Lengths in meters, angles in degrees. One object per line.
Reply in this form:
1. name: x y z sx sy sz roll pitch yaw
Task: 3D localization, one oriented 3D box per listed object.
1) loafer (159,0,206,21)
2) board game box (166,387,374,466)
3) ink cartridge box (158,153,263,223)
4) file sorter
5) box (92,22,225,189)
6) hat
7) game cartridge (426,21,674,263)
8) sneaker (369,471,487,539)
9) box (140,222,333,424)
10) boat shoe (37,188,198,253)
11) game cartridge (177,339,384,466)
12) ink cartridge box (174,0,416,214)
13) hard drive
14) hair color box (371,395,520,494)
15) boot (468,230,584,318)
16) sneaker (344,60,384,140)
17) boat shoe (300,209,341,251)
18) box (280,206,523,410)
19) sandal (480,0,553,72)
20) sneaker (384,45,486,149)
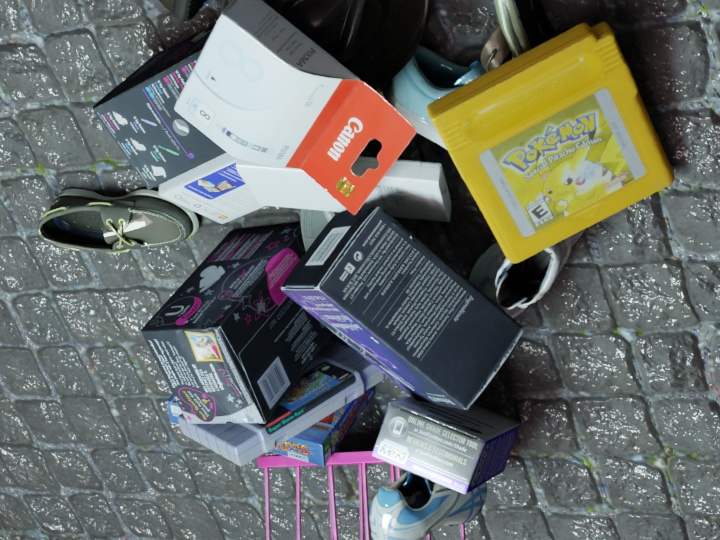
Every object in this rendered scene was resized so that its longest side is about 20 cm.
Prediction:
1. loafer: -0.176 -0.331 1.591 0.071 0.073 0.200 27 134 7
2. board game box: -0.102 0.145 1.882 0.199 0.135 0.035 14 130 22
3. ink cartridge box: -0.113 -0.104 1.730 0.199 0.037 0.095 -17 149 41
4. file sorter: 0.004 0.270 1.882 0.199 0.139 0.126 -7 82 35
5. box: -0.151 -0.180 1.661 0.200 0.122 0.106 -20 111 40
6. hat: -0.032 -0.241 1.508 0.200 0.081 0.202 0 99 -1
7. game cartridge: 0.175 -0.113 1.485 0.176 0.033 0.200 -28 133 7
8. sneaker: 0.079 0.236 1.753 0.072 0.200 0.073 18 110 29
9. box: -0.122 0.058 1.778 0.114 0.200 0.133 -3 122 35
10. boat shoe: -0.279 -0.051 1.884 0.201 0.060 0.072 5 127 28
11. game cartridge: -0.086 0.137 1.796 0.129 0.200 0.039 13 127 54
12. ink cartridge box: -0.064 -0.140 1.505 0.200 0.047 0.160 40 144 0
13. hard drive: -0.013 -0.085 1.642 0.199 0.027 0.132 5 166 9
14. hair color box: 0.094 0.179 1.750 0.109 0.200 0.065 21 94 16
15. boot: 0.150 0.008 1.649 0.073 0.096 0.200 35 135 2
16. sneaker: -0.032 -0.218 1.597 0.078 0.077 0.201 -20 96 8
17. boat shoe: 0.001 0.001 1.765 0.074 0.065 0.202 -6 117 57
18. box: 0.040 0.038 1.648 0.200 0.104 0.148 40 168 -12
19. sandal: 0.137 -0.212 1.499 0.057 0.080 0.202 -5 113 28
20. sneaker: 0.116 -0.151 1.560 0.199 0.074 0.082 25 137 11
